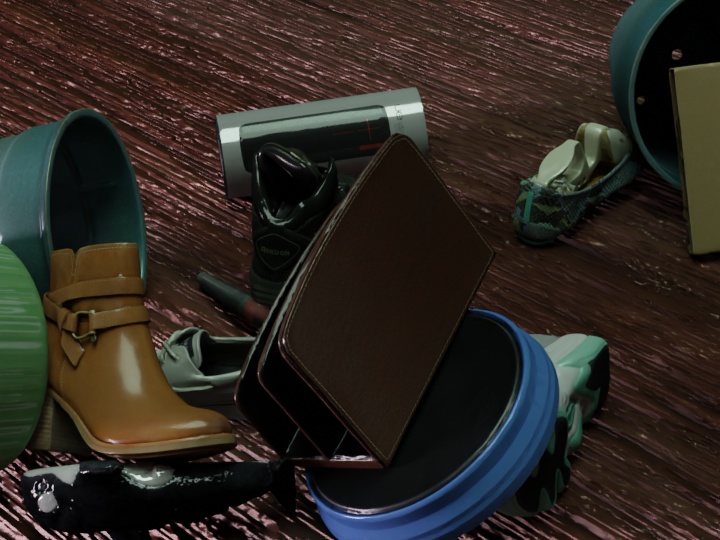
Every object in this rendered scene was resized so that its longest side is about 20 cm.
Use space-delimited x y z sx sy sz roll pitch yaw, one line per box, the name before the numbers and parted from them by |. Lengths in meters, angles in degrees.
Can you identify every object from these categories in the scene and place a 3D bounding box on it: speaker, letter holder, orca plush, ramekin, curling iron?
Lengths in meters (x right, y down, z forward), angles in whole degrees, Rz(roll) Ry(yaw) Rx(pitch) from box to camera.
speaker | -0.035 -0.121 1.637 0.198 0.082 0.081 -8 33 -6
letter holder | -0.012 0.018 1.225 0.100 0.142 0.201 -5 45 43
orca plush | -0.144 0.176 1.234 0.198 0.072 0.105 1 -13 -10
ramekin | -0.317 0.064 1.279 0.097 0.202 0.199 2 20 -45
curling iron | -0.087 0.025 1.431 0.025 0.050 0.199 -9 14 -27

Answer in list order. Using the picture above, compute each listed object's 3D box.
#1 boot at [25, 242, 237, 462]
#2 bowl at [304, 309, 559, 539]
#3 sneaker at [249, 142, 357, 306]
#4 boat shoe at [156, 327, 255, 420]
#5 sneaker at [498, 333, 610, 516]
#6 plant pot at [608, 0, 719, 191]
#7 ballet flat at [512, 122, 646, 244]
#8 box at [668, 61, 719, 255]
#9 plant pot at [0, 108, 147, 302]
boot | -0.166 0.059 1.258 0.199 0.157 0.076 0 -10 41
bowl | 0.045 0.110 1.223 0.199 0.039 0.202 -27 33 20
sneaker | -0.035 -0.059 1.378 0.075 0.115 0.200 10 25 17
boat shoe | -0.130 0.079 1.352 0.198 0.066 0.072 3 33 11
sneaker | 0.094 0.108 1.279 0.138 0.079 0.200 7 27 24
plant pot | 0.317 -0.185 1.600 0.198 0.202 0.188 -9 18 -6
ballet flat | 0.206 -0.096 1.575 0.074 0.075 0.200 16 38 29
box | 0.373 -0.107 1.496 0.198 0.166 0.021 -7 1 -3
plant pot | -0.304 -0.024 1.435 0.194 0.202 0.201 -4 32 15
